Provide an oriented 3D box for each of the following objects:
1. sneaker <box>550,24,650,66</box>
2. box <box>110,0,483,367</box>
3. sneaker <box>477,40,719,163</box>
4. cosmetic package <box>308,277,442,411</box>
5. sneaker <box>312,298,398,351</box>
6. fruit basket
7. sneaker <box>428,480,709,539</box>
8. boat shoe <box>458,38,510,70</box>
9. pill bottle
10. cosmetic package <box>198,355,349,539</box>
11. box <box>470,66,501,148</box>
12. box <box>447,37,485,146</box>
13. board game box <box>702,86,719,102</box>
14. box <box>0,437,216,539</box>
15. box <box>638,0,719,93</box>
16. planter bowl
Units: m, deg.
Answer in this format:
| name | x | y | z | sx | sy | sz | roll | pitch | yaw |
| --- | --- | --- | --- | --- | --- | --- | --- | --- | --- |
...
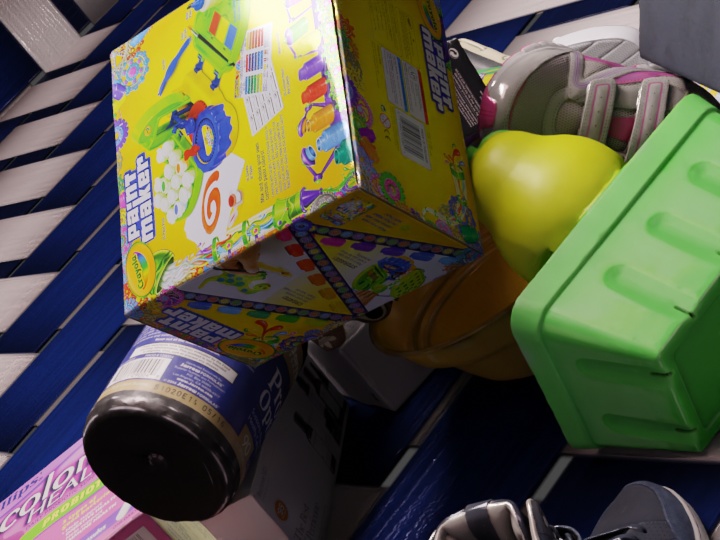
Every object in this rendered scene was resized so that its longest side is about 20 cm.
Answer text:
| name | x | y | z | sx | sy | sz | roll | pitch | yaw |
| --- | --- | --- | --- | --- | --- | --- | --- | --- | --- |
| sneaker | 0.173 | -0.176 | 1.508 | 0.200 | 0.073 | 0.071 | -18 | 33 | 45 |
| box | -0.046 | -0.077 | 1.094 | 0.192 | 0.122 | 0.201 | -26 | 56 | 31 |
| sneaker | 0.171 | -0.103 | 1.159 | 0.199 | 0.082 | 0.088 | -4 | 20 | -30 |
| cosmetic package | 0.049 | 0.009 | 1.353 | 0.200 | 0.071 | 0.101 | -47 | 22 | -16 |
| sneaker | 0.000 | 0.000 | 1.244 | 0.070 | 0.076 | 0.200 | -32 | 0 | 36 |
| fruit basket | 0.156 | -0.009 | 1.070 | 0.215 | 0.156 | 0.216 | -17 | 41 | 15 |
| sneaker | 0.108 | 0.145 | 0.886 | 0.077 | 0.146 | 0.203 | -28 | 23 | 32 |
| boat shoe | 0.139 | -0.148 | 1.443 | 0.200 | 0.071 | 0.063 | 18 | 62 | 39 |
| pill bottle | -0.103 | 0.068 | 1.211 | 0.112 | 0.112 | 0.200 | -22 | 27 | 38 |
| cosmetic package | -0.058 | 0.136 | 1.266 | 0.051 | 0.083 | 0.200 | -31 | 24 | 23 |
| box | 0.104 | -0.107 | 1.426 | 0.048 | 0.117 | 0.200 | -54 | 25 | -20 |
| box | -0.008 | -0.081 | 1.331 | 0.141 | 0.079 | 0.200 | -26 | -6 | -41 |
| board game box | 0.249 | -0.073 | 1.232 | 0.134 | 0.034 | 0.200 | -35 | 22 | 12 |
| box | -0.205 | 0.220 | 1.324 | 0.176 | 0.097 | 0.200 | -38 | 21 | 5 |
| box | 0.305 | -0.184 | 1.119 | 0.196 | 0.124 | 0.200 | -8 | 18 | -12 |
| planter bowl | 0.109 | 0.016 | 1.221 | 0.200 | 0.084 | 0.201 | -35 | 21 | 16 |
